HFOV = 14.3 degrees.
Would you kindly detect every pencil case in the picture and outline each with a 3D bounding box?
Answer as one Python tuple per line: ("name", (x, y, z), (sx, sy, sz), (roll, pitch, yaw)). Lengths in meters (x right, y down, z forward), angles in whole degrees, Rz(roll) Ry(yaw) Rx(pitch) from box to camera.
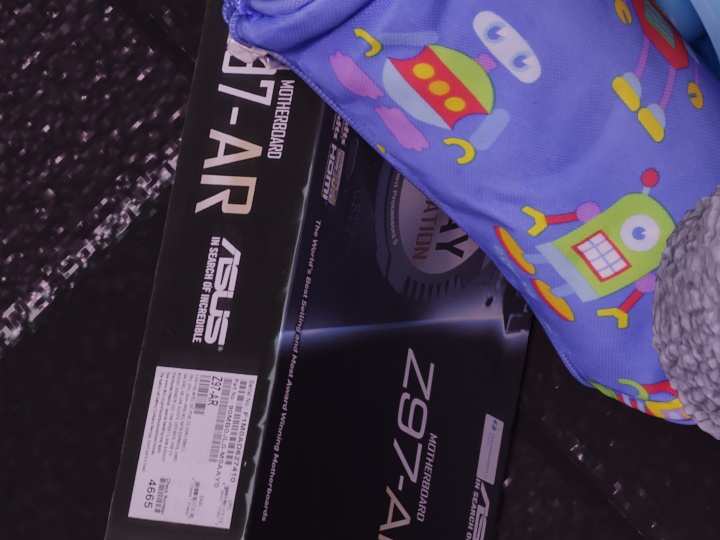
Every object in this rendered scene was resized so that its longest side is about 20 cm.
("pencil case", (0.044, -0.040, 0.743), (0.087, 0.200, 0.078), (-38, 33, 13))

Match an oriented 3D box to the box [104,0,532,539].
("box", (0.000, 0.000, 0.821), (0.043, 0.160, 0.200), (4, 76, 27))

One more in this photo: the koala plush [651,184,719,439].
("koala plush", (0.158, 0.070, 0.636), (0.177, 0.184, 0.200), (-15, 78, 47))

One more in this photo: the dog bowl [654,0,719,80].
("dog bowl", (0.061, -0.132, 0.870), (0.050, 0.112, 0.200), (-40, 66, -9))
